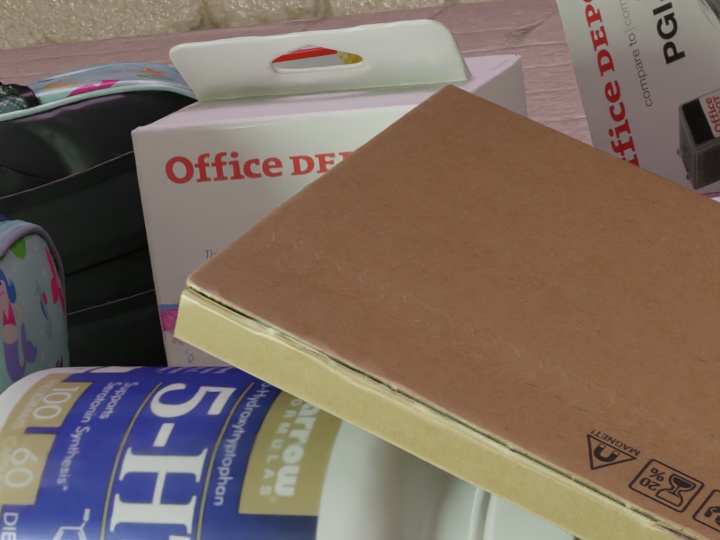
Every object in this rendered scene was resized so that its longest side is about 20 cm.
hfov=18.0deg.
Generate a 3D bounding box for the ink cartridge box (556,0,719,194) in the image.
[{"bbox_3d":[0.188,-0.105,0.964,0.083,0.148,0.199,-6,-11,-46],"label":"ink cartridge box"}]

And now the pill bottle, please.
[{"bbox_3d":[-0.015,0.089,0.696,0.199,0.121,0.120,-2,13,24],"label":"pill bottle"}]

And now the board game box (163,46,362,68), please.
[{"bbox_3d":[-0.047,-0.048,1.277,0.199,0.153,0.046,-10,12,-11],"label":"board game box"}]

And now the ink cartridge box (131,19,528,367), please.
[{"bbox_3d":[0.000,0.000,0.906,0.128,0.201,0.125,-2,13,19],"label":"ink cartridge box"}]

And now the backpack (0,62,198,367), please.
[{"bbox_3d":[-0.136,-0.005,1.056,0.199,0.179,0.151,-17,15,-6],"label":"backpack"}]

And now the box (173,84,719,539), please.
[{"bbox_3d":[0.072,0.017,0.663,0.199,0.021,0.163,25,35,20],"label":"box"}]

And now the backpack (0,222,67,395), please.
[{"bbox_3d":[-0.183,0.039,0.799,0.149,0.201,0.178,-5,11,9],"label":"backpack"}]

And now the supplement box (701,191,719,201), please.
[{"bbox_3d":[0.226,0.016,0.910,0.198,0.061,0.109,-8,56,-5],"label":"supplement box"}]
